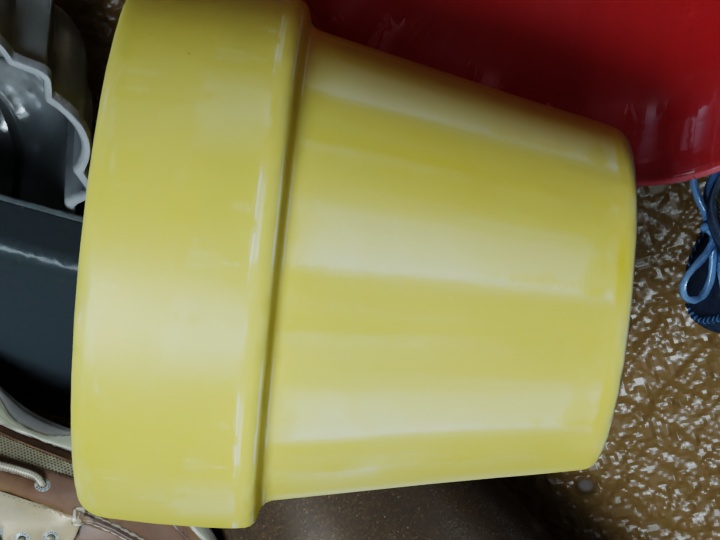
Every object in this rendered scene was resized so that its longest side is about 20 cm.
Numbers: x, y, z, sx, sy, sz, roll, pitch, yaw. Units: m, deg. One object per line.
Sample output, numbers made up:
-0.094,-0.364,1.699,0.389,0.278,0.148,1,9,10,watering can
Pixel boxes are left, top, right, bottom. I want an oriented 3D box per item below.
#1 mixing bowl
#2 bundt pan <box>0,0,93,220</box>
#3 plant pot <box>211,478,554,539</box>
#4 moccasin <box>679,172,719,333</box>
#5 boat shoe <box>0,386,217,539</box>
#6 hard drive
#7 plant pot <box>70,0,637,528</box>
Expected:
0.082,-0.135,0.681,0.199,0.109,0.201,18,150,11,mixing bowl
-0.206,-0.087,0.775,0.200,0.076,0.202,5,147,3,bundt pan
0.010,0.150,0.842,0.186,0.187,0.201,-29,94,24,plant pot
0.168,-0.029,0.718,0.068,0.081,0.200,2,156,-15,moccasin
-0.154,0.106,0.806,0.199,0.072,0.076,29,138,6,boat shoe
-0.171,0.014,0.822,0.199,0.033,0.140,16,145,-13,hard drive
0.000,0.000,0.676,0.187,0.201,0.202,5,119,0,plant pot
